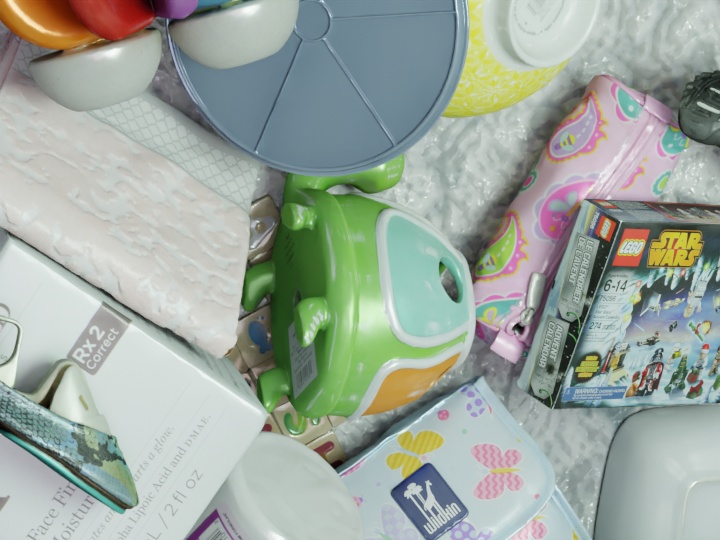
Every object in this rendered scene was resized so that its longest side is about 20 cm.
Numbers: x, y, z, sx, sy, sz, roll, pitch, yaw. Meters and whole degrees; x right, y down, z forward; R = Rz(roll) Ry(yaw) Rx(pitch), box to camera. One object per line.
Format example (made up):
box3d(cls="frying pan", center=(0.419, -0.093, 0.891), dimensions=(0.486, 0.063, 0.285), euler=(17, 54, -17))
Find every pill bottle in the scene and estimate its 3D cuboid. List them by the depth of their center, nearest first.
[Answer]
box3d(cls="pill bottle", center=(-0.096, 0.207, 1.657), dimensions=(0.112, 0.113, 0.200), euler=(33, 120, -17))

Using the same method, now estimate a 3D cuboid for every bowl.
box3d(cls="bowl", center=(0.092, -0.183, 1.631), dimensions=(0.199, 0.107, 0.202), euler=(-18, 120, -34))
box3d(cls="bowl", center=(0.271, 0.201, 1.802), dimensions=(0.198, 0.075, 0.202), euler=(3, 97, -16))

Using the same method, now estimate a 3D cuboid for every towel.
box3d(cls="towel", center=(-0.153, -0.056, 1.594), dimensions=(0.199, 0.192, 0.032), euler=(32, 124, -18))

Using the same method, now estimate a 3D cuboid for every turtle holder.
box3d(cls="turtle holder", center=(-0.002, 0.011, 1.672), dimensions=(0.131, 0.186, 0.142), euler=(2, 128, -19))

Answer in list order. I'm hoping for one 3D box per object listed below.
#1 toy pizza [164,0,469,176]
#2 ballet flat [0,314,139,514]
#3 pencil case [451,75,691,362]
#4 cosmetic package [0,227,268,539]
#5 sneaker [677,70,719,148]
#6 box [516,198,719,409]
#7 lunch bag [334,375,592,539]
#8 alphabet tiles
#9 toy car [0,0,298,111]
box3d(cls="toy pizza", center=(-0.026, -0.159, 1.583), dimensions=(0.198, 0.032, 0.202), euler=(4, 106, 15))
box3d(cls="ballet flat", center=(-0.202, 0.069, 1.483), dimensions=(0.199, 0.074, 0.075), euler=(33, 91, -17))
box3d(cls="pencil case", center=(0.142, -0.031, 1.714), dimensions=(0.087, 0.087, 0.201), euler=(34, 89, -17))
box3d(cls="cosmetic package", center=(-0.192, 0.085, 1.607), dimensions=(0.199, 0.165, 0.165), euler=(34, 92, -15))
box3d(cls="sneaker", center=(0.275, -0.090, 1.713), dimensions=(0.199, 0.074, 0.080), euler=(-3, 115, -54))
box3d(cls="box", center=(0.203, 0.023, 1.709), dimensions=(0.199, 0.040, 0.138), euler=(0, 114, -45))
box3d(cls="lunch bag", center=(0.065, 0.197, 1.721), dimensions=(0.169, 0.127, 0.201), euler=(-33, 102, -9))
box3d(cls="alphabet tiles", center=(-0.091, 0.075, 1.720), dimensions=(0.166, 0.008, 0.201), euler=(-29, 105, -8))
box3d(cls="toy car", center=(-0.131, -0.193, 1.492), dimensions=(0.198, 0.150, 0.176), euler=(-17, 99, -2))
